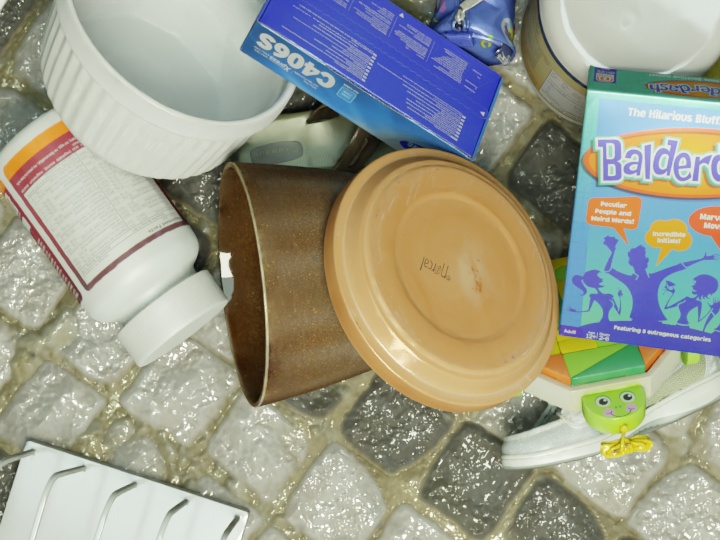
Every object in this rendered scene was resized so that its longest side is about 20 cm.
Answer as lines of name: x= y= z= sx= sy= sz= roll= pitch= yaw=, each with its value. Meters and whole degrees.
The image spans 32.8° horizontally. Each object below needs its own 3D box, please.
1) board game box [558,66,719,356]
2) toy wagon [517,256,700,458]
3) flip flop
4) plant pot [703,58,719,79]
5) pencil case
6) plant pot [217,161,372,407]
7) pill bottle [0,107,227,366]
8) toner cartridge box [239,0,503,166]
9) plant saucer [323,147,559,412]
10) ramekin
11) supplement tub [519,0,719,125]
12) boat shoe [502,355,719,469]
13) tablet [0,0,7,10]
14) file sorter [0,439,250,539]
board game box: x=0.226 y=-0.037 z=0.871 sx=0.150 sy=0.045 sz=0.202 roll=7 pitch=122 yaw=11
toy wagon: x=0.185 y=0.060 z=0.956 sx=0.153 sy=0.201 sz=0.040 roll=-11 pitch=127 yaw=1
flip flop: x=-0.019 y=-0.113 z=1.021 sx=0.197 sy=0.058 sz=0.082 roll=-11 pitch=86 yaw=0
plant pot: x=0.314 y=-0.100 z=0.949 sx=0.141 sy=0.200 sz=0.202 roll=28 pitch=87 yaw=6
pencil case: x=0.102 y=-0.269 z=1.016 sx=0.077 sy=0.087 sz=0.203 roll=7 pitch=85 yaw=17
plant pot: x=0.000 y=0.000 z=0.969 sx=0.197 sy=0.187 sz=0.190 roll=-7 pitch=86 yaw=-16
pill bottle: x=-0.201 y=-0.030 z=0.993 sx=0.109 sy=0.110 sz=0.201 roll=-36 pitch=87 yaw=-1
toner cartridge box: x=0.012 y=-0.163 z=0.966 sx=0.199 sy=0.043 sz=0.096 roll=31 pitch=56 yaw=-11
plant saucer: x=0.066 y=0.002 z=0.894 sx=0.198 sy=0.032 sz=0.203 roll=13 pitch=62 yaw=-26
ramekin: x=-0.156 y=-0.168 z=0.964 sx=0.198 sy=0.105 sz=0.203 roll=19 pitch=52 yaw=-25
supplement tub: x=0.199 y=-0.190 z=0.951 sx=0.142 sy=0.200 sz=0.147 roll=0 pitch=88 yaw=1
boat shoe: x=0.202 y=0.108 z=0.994 sx=0.199 sy=0.074 sz=0.066 roll=-22 pitch=81 yaw=-5
tablet: x=-0.318 y=-0.335 z=1.061 sx=0.129 sy=0.014 sz=0.201 roll=32 pitch=88 yaw=2
file sorter: x=-0.207 y=0.235 z=0.970 sx=0.197 sy=0.125 sz=0.141 roll=17 pitch=86 yaw=2
